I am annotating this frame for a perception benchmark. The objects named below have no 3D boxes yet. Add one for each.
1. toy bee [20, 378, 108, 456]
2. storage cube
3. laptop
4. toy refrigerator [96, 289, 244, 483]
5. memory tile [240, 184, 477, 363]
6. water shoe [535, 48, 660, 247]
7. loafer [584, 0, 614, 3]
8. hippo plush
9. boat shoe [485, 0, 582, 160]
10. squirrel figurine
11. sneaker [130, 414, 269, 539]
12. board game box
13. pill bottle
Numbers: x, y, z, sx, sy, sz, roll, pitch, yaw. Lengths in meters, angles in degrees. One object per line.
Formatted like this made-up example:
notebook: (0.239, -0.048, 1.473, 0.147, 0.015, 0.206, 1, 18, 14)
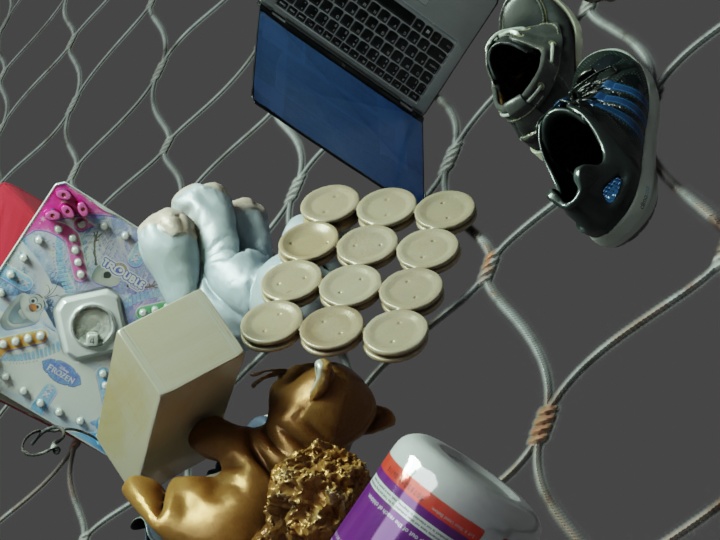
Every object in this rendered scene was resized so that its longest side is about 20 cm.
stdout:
toy bee: (-0.192, 0.134, 1.694, 0.200, 0.109, 0.131, -24, 31, 6)
storage cube: (-0.305, 0.045, 1.862, 0.171, 0.200, 0.180, -56, 33, 2)
laptop: (0.017, -0.188, 1.568, 0.200, 0.187, 0.116, -57, 27, 2)
toy refrigerator: (-0.153, 0.096, 1.459, 0.076, 0.070, 0.200, -28, -18, -24)
memory tile: (0.000, 0.000, 1.462, 0.153, 0.017, 0.200, 3, 41, 19)
water shoe: (0.169, -0.106, 1.345, 0.071, 0.079, 0.200, -40, 31, 30)
loafer: (0.203, -0.234, 1.449, 0.070, 0.075, 0.200, -66, 21, 10)
hippo plush: (-0.090, 0.002, 1.577, 0.161, 0.159, 0.200, -13, 33, 41)
boat shoe: (0.134, -0.172, 1.491, 0.072, 0.068, 0.200, -44, 28, 29)
squirrel figurine: (-0.048, 0.161, 1.396, 0.187, 0.142, 0.200, -47, 34, -4)
sneaker: (-0.133, 0.198, 1.522, 0.075, 0.085, 0.200, 9, 69, 61)
board game box: (-0.250, 0.052, 1.746, 0.200, 0.200, 0.026, -56, 14, 2)
pill bottle: (0.021, 0.213, 1.215, 0.200, 0.112, 0.112, -55, 27, 3)
